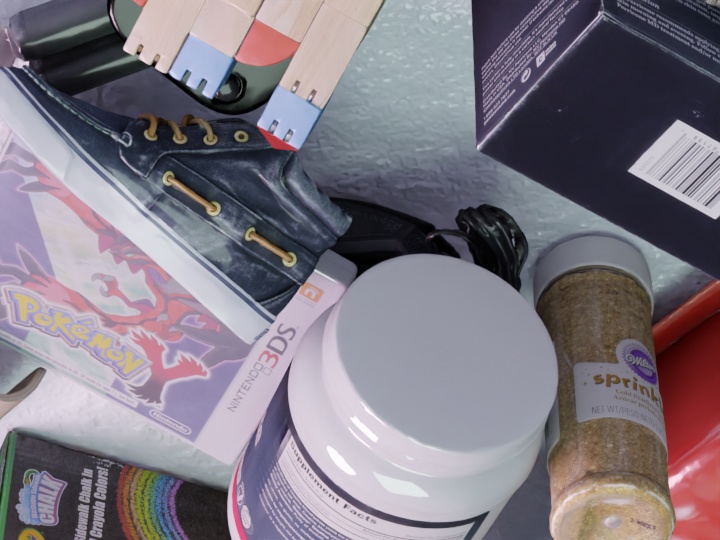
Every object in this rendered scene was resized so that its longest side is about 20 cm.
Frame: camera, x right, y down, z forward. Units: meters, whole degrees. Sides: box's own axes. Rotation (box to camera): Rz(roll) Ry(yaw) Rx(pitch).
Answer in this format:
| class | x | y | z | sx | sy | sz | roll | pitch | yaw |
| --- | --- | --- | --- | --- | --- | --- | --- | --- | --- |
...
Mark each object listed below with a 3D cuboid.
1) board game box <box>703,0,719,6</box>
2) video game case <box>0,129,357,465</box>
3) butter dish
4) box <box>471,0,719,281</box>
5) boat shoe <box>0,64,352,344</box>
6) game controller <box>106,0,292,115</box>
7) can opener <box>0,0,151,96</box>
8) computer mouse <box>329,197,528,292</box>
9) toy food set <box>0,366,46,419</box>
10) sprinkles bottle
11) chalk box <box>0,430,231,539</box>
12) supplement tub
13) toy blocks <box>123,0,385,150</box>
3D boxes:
| class | x | y | z | sx | sy | sz | roll | pitch | yaw |
| --- | --- | --- | --- | --- | --- | --- | --- | --- | --- |
| board game box | 0.227 | -0.239 | 1.380 | 0.097 | 0.160 | 0.200 | 10 | 130 | -8 |
| video game case | -0.124 | 0.009 | 1.644 | 0.200 | 0.023 | 0.182 | 29 | 136 | -4 |
| butter dish | 0.235 | 0.121 | 1.706 | 0.200 | 0.148 | 0.199 | 35 | 124 | -27 |
| box | 0.163 | -0.105 | 1.484 | 0.200 | 0.182 | 0.104 | 28 | 127 | -21 |
| boat shoe | -0.100 | -0.058 | 1.538 | 0.200 | 0.071 | 0.091 | 42 | 88 | -16 |
| game controller | -0.035 | -0.171 | 1.495 | 0.104 | 0.042 | 0.200 | 35 | 108 | -29 |
| can opener | -0.164 | -0.124 | 1.563 | 0.200 | 0.067 | 0.053 | -20 | 124 | 1 |
| computer mouse | 0.000 | 0.000 | 1.654 | 0.200 | 0.053 | 0.139 | 2 | 138 | 11 |
| toy food set | -0.301 | 0.050 | 1.715 | 0.200 | 0.060 | 0.143 | 30 | 137 | -22 |
| sprinkles bottle | 0.132 | 0.070 | 1.626 | 0.068 | 0.200 | 0.068 | 0 | 132 | 0 |
| chalk box | -0.184 | 0.191 | 1.788 | 0.200 | 0.125 | 0.124 | 16 | 129 | -12 |
| supplement tub | 0.016 | 0.096 | 1.607 | 0.140 | 0.140 | 0.200 | 13 | 143 | -11 |
| toy blocks | -0.064 | -0.149 | 1.447 | 0.200 | 0.100 | 0.137 | 30 | 118 | -1 |
